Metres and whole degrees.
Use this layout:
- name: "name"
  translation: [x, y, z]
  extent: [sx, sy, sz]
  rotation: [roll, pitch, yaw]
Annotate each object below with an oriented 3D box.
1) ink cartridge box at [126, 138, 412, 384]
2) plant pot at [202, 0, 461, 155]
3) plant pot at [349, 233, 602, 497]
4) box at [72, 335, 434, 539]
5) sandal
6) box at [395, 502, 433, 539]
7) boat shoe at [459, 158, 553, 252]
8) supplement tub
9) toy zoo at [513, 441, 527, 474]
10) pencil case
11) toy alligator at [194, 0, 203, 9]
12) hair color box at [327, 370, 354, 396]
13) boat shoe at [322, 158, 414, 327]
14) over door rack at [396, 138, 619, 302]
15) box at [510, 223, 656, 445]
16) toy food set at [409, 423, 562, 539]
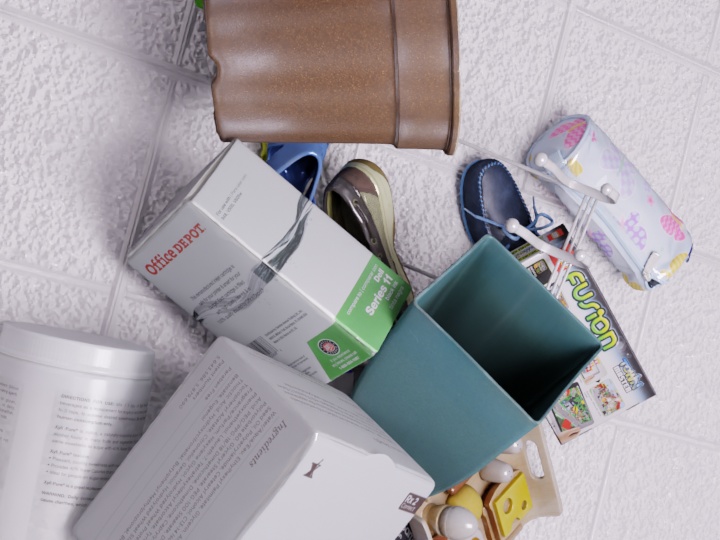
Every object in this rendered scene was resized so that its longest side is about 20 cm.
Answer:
- name: "ink cartridge box"
  translation: [-0.080, 0.003, 1.169]
  extent: [0.200, 0.146, 0.083]
  rotation: [40, 55, -12]
- name: "plant pot"
  translation: [-0.026, -0.190, 1.142]
  extent: [0.197, 0.200, 0.202]
  rotation: [-4, 97, -2]
- name: "plant pot"
  translation: [0.077, 0.102, 1.209]
  extent: [0.141, 0.200, 0.141]
  rotation: [45, 40, 6]
- name: "box"
  translation: [-0.079, 0.187, 1.096]
  extent: [0.200, 0.131, 0.199]
  rotation: [-52, 145, 4]
- name: "sandal"
  translation: [-0.056, -0.103, 1.238]
  extent: [0.079, 0.087, 0.201]
  rotation: [18, 84, -28]
- name: "box"
  translation: [0.013, 0.279, 1.283]
  extent: [0.200, 0.036, 0.143]
  rotation: [-59, 136, -31]
- name: "boat shoe"
  translation: [0.164, -0.021, 1.380]
  extent: [0.084, 0.069, 0.201]
  rotation: [-34, 111, -23]
- name: "supplement tub"
  translation: [-0.248, 0.152, 1.126]
  extent: [0.131, 0.132, 0.201]
  rotation: [13, 89, -30]
- name: "toy zoo"
  translation: [0.079, 0.156, 1.376]
  extent: [0.199, 0.020, 0.132]
  rotation: [-7, 99, -29]
- name: "pencil case"
  translation: [0.255, -0.068, 1.419]
  extent: [0.200, 0.083, 0.091]
  rotation: [46, 51, -24]
- name: "toy alligator"
  translation: [-0.055, -0.267, 1.232]
  extent: [0.199, 0.059, 0.054]
  rotation: [-11, 57, -15]
- name: "hair color box"
  translation: [-0.067, 0.190, 1.272]
  extent: [0.109, 0.065, 0.201]
  rotation: [-2, 97, -31]
- name: "boat shoe"
  translation: [0.000, 0.000, 1.274]
  extent: [0.065, 0.073, 0.201]
  rotation: [-32, 116, -43]
- name: "over door rack"
  translation: [0.121, -0.043, 1.285]
  extent: [0.148, 0.199, 0.067]
  rotation: [-66, 159, -8]
- name: "box"
  translation: [0.198, 0.065, 1.354]
  extent: [0.110, 0.035, 0.201]
  rotation: [-29, 112, 7]
- name: "toy food set"
  translation: [0.127, 0.239, 1.342]
  extent: [0.200, 0.060, 0.144]
  rotation: [-39, 122, -38]
